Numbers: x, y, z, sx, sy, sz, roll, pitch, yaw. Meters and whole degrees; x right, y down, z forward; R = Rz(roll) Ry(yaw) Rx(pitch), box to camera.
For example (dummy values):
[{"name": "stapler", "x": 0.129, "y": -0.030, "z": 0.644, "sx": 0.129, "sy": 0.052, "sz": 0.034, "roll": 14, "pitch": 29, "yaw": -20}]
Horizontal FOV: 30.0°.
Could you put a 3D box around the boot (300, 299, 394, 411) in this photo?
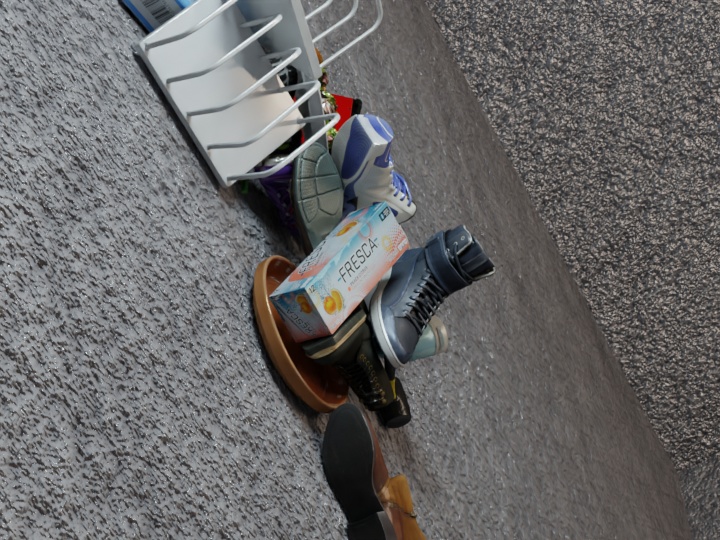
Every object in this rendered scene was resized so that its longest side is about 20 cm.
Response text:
[{"name": "boot", "x": -0.003, "y": 0.119, "z": 1.621, "sx": 0.139, "sy": 0.077, "sz": 0.200, "roll": 68, "pitch": 17, "yaw": -5}]

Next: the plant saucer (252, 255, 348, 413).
[{"name": "plant saucer", "x": -0.076, "y": 0.079, "z": 1.624, "sx": 0.201, "sy": 0.032, "sz": 0.201, "roll": 56, "pitch": 18, "yaw": -28}]

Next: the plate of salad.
[{"name": "plate of salad", "x": -0.056, "y": -0.226, "z": 1.771, "sx": 0.200, "sy": 0.048, "sz": 0.202, "roll": 169, "pitch": -90, "yaw": -82}]

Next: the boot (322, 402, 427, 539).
[{"name": "boot", "x": 0.030, "y": 0.257, "z": 1.637, "sx": 0.190, "sy": 0.068, "sz": 0.200, "roll": 69, "pitch": 16, "yaw": 14}]

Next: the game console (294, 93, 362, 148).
[{"name": "game console", "x": -0.045, "y": -0.174, "z": 2.014, "sx": 0.201, "sy": 0.171, "sz": 0.120, "roll": -85, "pitch": -173, "yaw": -61}]

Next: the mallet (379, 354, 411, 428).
[{"name": "mallet", "x": 0.042, "y": 0.150, "z": 1.762, "sx": 0.200, "sy": 0.041, "sz": 0.066, "roll": 88, "pitch": -14, "yaw": -67}]

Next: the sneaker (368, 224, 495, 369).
[{"name": "sneaker", "x": 0.091, "y": 0.025, "z": 1.664, "sx": 0.077, "sy": 0.145, "sz": 0.203, "roll": 54, "pitch": 28, "yaw": -30}]

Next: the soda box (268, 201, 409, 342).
[{"name": "soda box", "x": -0.023, "y": 0.000, "z": 1.599, "sx": 0.069, "sy": 0.063, "sz": 0.200, "roll": 60, "pitch": 43, "yaw": -17}]

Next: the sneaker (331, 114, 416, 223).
[{"name": "sneaker", "x": 0.020, "y": -0.116, "z": 1.724, "sx": 0.081, "sy": 0.114, "sz": 0.200, "roll": 63, "pitch": -32, "yaw": 35}]

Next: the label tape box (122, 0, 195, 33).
[{"name": "label tape box", "x": -0.243, "y": -0.372, "z": 1.693, "sx": 0.144, "sy": 0.063, "sz": 0.201, "roll": 49, "pitch": 22, "yaw": -47}]

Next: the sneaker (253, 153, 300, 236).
[{"name": "sneaker", "x": -0.084, "y": -0.094, "z": 1.754, "sx": 0.200, "sy": 0.080, "sz": 0.084, "roll": 46, "pitch": 44, "yaw": -62}]

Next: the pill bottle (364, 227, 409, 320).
[{"name": "pill bottle", "x": 0.000, "y": 0.000, "z": 1.826, "sx": 0.116, "sy": 0.115, "sz": 0.200, "roll": 62, "pitch": 17, "yaw": -11}]

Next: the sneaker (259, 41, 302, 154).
[{"name": "sneaker", "x": -0.130, "y": -0.236, "z": 1.783, "sx": 0.081, "sy": 0.073, "sz": 0.201, "roll": 50, "pitch": -24, "yaw": 31}]

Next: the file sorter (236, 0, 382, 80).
[{"name": "file sorter", "x": -0.087, "y": -0.357, "z": 1.650, "sx": 0.200, "sy": 0.124, "sz": 0.139, "roll": 37, "pitch": -24, "yaw": 38}]

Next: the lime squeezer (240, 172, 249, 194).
[{"name": "lime squeezer", "x": -0.164, "y": -0.195, "z": 1.733, "sx": 0.202, "sy": 0.037, "sz": 0.071, "roll": 68, "pitch": 17, "yaw": 7}]

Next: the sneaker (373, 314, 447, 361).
[{"name": "sneaker", "x": 0.036, "y": 0.083, "z": 1.825, "sx": 0.200, "sy": 0.081, "sz": 0.075, "roll": 1, "pitch": -78, "yaw": 63}]

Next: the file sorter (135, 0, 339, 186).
[{"name": "file sorter", "x": -0.137, "y": -0.221, "z": 1.579, "sx": 0.124, "sy": 0.139, "sz": 0.201, "roll": 3, "pitch": -51, "yaw": 56}]

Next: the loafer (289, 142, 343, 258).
[{"name": "loafer", "x": -0.057, "y": -0.057, "z": 1.679, "sx": 0.071, "sy": 0.063, "sz": 0.202, "roll": -12, "pitch": 88, "yaw": -36}]
